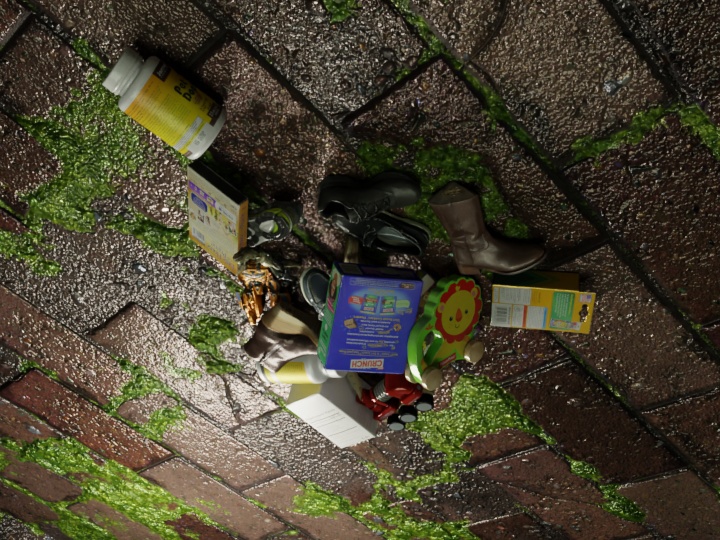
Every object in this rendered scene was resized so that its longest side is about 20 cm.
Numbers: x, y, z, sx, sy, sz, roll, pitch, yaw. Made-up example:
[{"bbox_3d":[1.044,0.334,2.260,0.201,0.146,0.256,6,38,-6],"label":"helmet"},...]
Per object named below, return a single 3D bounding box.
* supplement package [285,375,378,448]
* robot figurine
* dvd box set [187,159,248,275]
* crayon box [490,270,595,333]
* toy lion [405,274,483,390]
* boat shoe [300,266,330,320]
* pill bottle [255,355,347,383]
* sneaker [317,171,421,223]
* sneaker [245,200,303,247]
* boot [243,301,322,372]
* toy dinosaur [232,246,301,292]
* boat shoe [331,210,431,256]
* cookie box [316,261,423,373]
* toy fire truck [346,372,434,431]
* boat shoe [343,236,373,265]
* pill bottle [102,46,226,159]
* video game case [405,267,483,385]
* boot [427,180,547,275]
[{"bbox_3d":[-0.061,0.313,1.993,0.119,0.122,0.200,-26,124,36],"label":"supplement package"},{"bbox_3d":[-0.211,0.034,1.781,0.143,0.059,0.201,1,136,10],"label":"robot figurine"},{"bbox_3d":[-0.280,-0.101,1.629,0.146,0.029,0.201,37,143,22],"label":"dvd box set"},{"bbox_3d":[0.362,0.061,1.662,0.198,0.052,0.126,5,137,11],"label":"crayon box"},{"bbox_3d":[0.170,0.112,1.659,0.068,0.199,0.194,19,127,47],"label":"toy lion"},{"bbox_3d":[-0.057,0.077,1.704,0.062,0.075,0.201,34,155,55],"label":"boat shoe"},{"bbox_3d":[-0.129,0.200,1.886,0.198,0.112,0.112,-3,136,27],"label":"pill bottle"},{"bbox_3d":[0.013,-0.126,1.528,0.198,0.091,0.076,-4,133,17],"label":"sneaker"},{"bbox_3d":[-0.185,-0.095,1.627,0.199,0.081,0.074,-1,119,44],"label":"sneaker"},{"bbox_3d":[-0.140,0.167,1.800,0.199,0.073,0.167,35,125,-4],"label":"boot"},{"bbox_3d":[-0.161,-0.006,1.652,0.048,0.088,0.199,-52,145,16],"label":"toy dinosaur"},{"bbox_3d":[0.036,-0.070,1.598,0.197,0.067,0.075,18,138,-5],"label":"boat shoe"},{"bbox_3d":[0.016,0.094,1.629,0.169,0.075,0.202,5,110,-17],"label":"cookie box"},{"bbox_3d":[0.051,0.262,1.928,0.199,0.130,0.176,22,138,-24],"label":"toy fire truck"},{"bbox_3d":[0.000,0.000,1.687,0.064,0.072,0.201,3,147,6],"label":"boat shoe"},{"bbox_3d":[-0.338,-0.290,1.431,0.199,0.110,0.109,36,134,-23],"label":"pill bottle"},{"bbox_3d":[0.131,0.121,1.735,0.181,0.036,0.200,-44,118,6],"label":"video game case"},{"bbox_3d":[0.235,-0.083,1.541,0.185,0.065,0.201,-10,128,21],"label":"boot"}]
